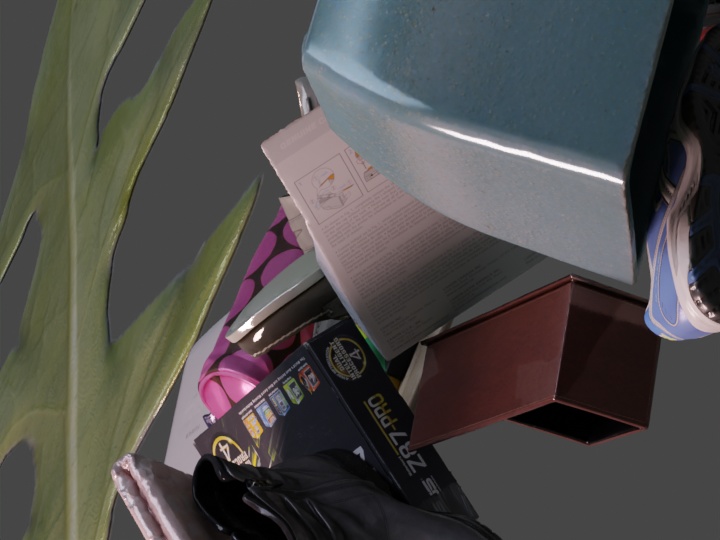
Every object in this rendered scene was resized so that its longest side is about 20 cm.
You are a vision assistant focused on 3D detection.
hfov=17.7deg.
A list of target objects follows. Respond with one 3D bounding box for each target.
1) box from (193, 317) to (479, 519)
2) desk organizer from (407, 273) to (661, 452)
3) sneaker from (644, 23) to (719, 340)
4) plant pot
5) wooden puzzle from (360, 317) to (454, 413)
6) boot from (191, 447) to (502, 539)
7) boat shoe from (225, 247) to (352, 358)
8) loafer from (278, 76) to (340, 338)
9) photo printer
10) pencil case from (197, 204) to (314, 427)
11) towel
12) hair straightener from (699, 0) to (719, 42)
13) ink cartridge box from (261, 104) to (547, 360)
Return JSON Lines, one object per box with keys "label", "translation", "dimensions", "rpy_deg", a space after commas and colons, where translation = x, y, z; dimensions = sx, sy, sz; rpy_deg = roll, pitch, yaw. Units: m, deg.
{"label": "box", "translation": [-0.022, 0.143, 1.590], "dimensions": [0.049, 0.162, 0.200], "rpy_deg": [-30, -6, -36]}
{"label": "desk organizer", "translation": [0.106, 0.069, 1.431], "dimensions": [0.200, 0.071, 0.077], "rpy_deg": [-28, 47, 62]}
{"label": "sneaker", "translation": [0.194, -0.052, 1.306], "dimensions": [0.077, 0.075, 0.201], "rpy_deg": [-40, 30, 57]}
{"label": "plant pot", "translation": [0.080, -0.129, 1.299], "dimensions": [0.196, 0.199, 0.197], "rpy_deg": [65, -140, -72]}
{"label": "wooden puzzle", "translation": [-0.003, 0.101, 1.735], "dimensions": [0.185, 0.037, 0.201], "rpy_deg": [2, 73, 69]}
{"label": "boot", "translation": [-0.005, 0.173, 1.430], "dimensions": [0.200, 0.131, 0.070], "rpy_deg": [24, 104, 37]}
{"label": "boat shoe", "translation": [0.000, 0.001, 1.563], "dimensions": [0.201, 0.060, 0.072], "rpy_deg": [-37, 14, 5]}
{"label": "loafer", "translation": [-0.025, -0.043, 1.677], "dimensions": [0.070, 0.069, 0.201], "rpy_deg": [172, 102, -86]}
{"label": "photo printer", "translation": [-0.108, 0.137, 1.926], "dimensions": [0.166, 0.069, 0.201], "rpy_deg": [-39, 36, 55]}
{"label": "pencil case", "translation": [-0.058, 0.039, 1.827], "dimensions": [0.091, 0.094, 0.200], "rpy_deg": [-14, 40, 43]}
{"label": "towel", "translation": [-0.058, 0.210, 1.473], "dimensions": [0.032, 0.200, 0.191], "rpy_deg": [-42, 55, 10]}
{"label": "hair straightener", "translation": [0.208, -0.169, 1.436], "dimensions": [0.200, 0.041, 0.077], "rpy_deg": [-20, 53, 65]}
{"label": "ink cartridge box", "translation": [0.036, -0.058, 1.469], "dimensions": [0.162, 0.200, 0.050], "rpy_deg": [-33, 36, -4]}
